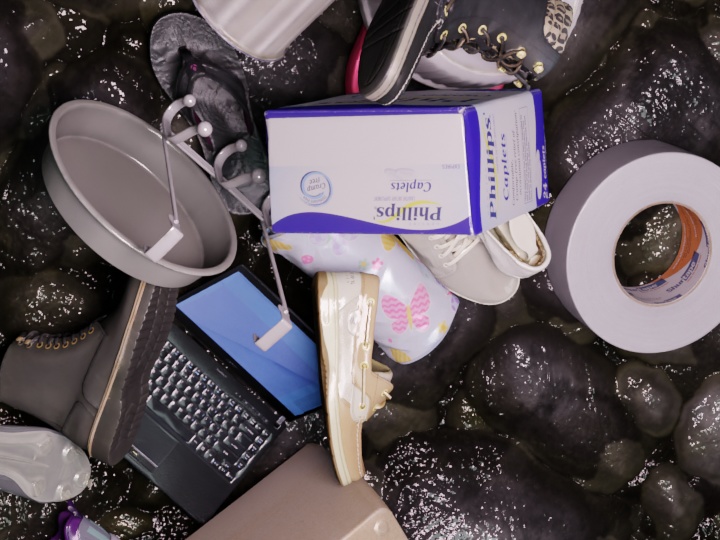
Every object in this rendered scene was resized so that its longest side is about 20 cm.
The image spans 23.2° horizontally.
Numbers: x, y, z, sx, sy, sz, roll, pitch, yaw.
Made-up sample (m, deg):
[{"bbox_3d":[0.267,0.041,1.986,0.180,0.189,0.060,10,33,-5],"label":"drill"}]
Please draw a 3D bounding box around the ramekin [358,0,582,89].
[{"bbox_3d":[0.103,-0.256,1.550,0.198,0.105,0.202,-3,100,-15],"label":"ramekin"}]

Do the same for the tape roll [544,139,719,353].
[{"bbox_3d":[0.283,-0.024,1.721,0.199,0.066,0.202,-4,107,-15],"label":"tape roll"}]

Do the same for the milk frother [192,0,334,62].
[{"bbox_3d":[-0.062,-0.323,1.515,0.180,0.201,0.188,42,121,-16],"label":"milk frother"}]

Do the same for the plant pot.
[{"bbox_3d":[-0.031,0.300,1.624,0.199,0.177,0.201,-36,103,-23],"label":"plant pot"}]

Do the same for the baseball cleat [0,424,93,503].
[{"bbox_3d":[-0.339,0.162,1.600,0.199,0.106,0.070,25,83,-49],"label":"baseball cleat"}]

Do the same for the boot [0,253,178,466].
[{"bbox_3d":[-0.250,0.058,1.568,0.137,0.077,0.201,23,101,15],"label":"boot"}]

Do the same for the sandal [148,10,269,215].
[{"bbox_3d":[-0.126,-0.142,1.582,0.075,0.048,0.202,-27,111,-6],"label":"sandal"}]

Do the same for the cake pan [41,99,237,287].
[{"bbox_3d":[-0.195,-0.063,1.517,0.200,0.201,0.037,35,116,-21],"label":"cake pan"}]

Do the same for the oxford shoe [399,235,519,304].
[{"bbox_3d":[0.080,-0.033,1.666,0.075,0.058,0.200,-47,114,-3],"label":"oxford shoe"}]

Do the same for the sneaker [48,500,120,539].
[{"bbox_3d":[-0.315,0.307,1.644,0.200,0.074,0.088,-47,116,-10],"label":"sneaker"}]

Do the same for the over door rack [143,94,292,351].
[{"bbox_3d":[-0.107,-0.049,1.498,0.066,0.201,0.148,-34,123,24],"label":"over door rack"}]

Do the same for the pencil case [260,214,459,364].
[{"bbox_3d":[0.000,0.000,1.639,0.091,0.083,0.200,-44,112,10],"label":"pencil case"}]

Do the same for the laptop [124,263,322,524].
[{"bbox_3d":[-0.129,0.119,1.623,0.177,0.103,0.200,44,80,-21],"label":"laptop"}]

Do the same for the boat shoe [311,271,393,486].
[{"bbox_3d":[-0.003,0.097,1.576,0.066,0.074,0.202,-6,109,-5],"label":"boat shoe"}]

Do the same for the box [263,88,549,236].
[{"bbox_3d":[0.043,-0.095,1.490,0.182,0.200,0.106,1,101,24],"label":"box"}]

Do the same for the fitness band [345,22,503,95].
[{"bbox_3d":[0.068,-0.204,1.629,0.143,0.037,0.201,23,97,-17],"label":"fitness band"}]

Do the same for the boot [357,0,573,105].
[{"bbox_3d":[0.091,-0.190,1.435,0.153,0.073,0.205,34,58,-21],"label":"boot"}]

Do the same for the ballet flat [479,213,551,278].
[{"bbox_3d":[0.115,-0.074,1.618,0.069,0.069,0.200,-38,110,-2],"label":"ballet flat"}]
